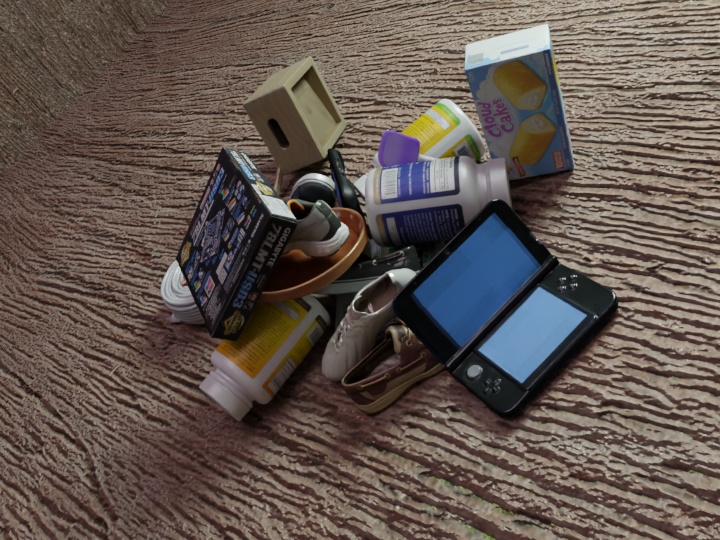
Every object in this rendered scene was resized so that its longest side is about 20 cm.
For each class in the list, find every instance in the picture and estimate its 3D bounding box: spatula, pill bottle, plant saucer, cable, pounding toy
[{"bbox_3d":[0.123,-0.159,1.102,0.021,0.198,0.057,-99,24,-80],"label":"spatula"},{"bbox_3d":[0.090,-0.168,1.167,0.199,0.111,0.111,-39,36,0],"label":"pill bottle"},{"bbox_3d":[-0.080,-0.021,1.060,0.198,0.033,0.201,-19,32,12],"label":"plant saucer"},{"bbox_3d":[0.114,-0.100,1.047,0.198,0.116,0.116,-6,45,15],"label":"pill bottle"},{"bbox_3d":[-0.268,0.006,1.331,0.199,0.069,0.201,4,54,43],"label":"cable"},{"bbox_3d":[-0.142,0.116,1.072,0.109,0.109,0.200,19,65,49],"label":"pill bottle"},{"bbox_3d":[-0.134,-0.272,1.437,0.141,0.201,0.185,-16,28,28],"label":"pounding toy"}]

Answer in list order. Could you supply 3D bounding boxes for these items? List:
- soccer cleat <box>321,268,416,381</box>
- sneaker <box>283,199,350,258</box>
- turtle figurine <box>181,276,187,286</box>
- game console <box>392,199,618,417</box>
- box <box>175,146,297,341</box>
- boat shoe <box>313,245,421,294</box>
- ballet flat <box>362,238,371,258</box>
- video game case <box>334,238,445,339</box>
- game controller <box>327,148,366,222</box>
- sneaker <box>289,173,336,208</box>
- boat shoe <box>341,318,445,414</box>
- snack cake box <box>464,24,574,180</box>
[{"bbox_3d":[0.001,0.070,0.980,0.200,0.077,0.070,-49,55,21],"label":"soccer cleat"},{"bbox_3d":[-0.107,-0.065,1.040,0.199,0.080,0.074,-4,39,36],"label":"sneaker"},{"bbox_3d":[-0.209,-0.045,1.237,0.199,0.065,0.162,-29,37,9],"label":"turtle figurine"},{"bbox_3d":[0.170,0.039,0.875,0.200,0.119,0.171,-45,36,-6],"label":"game console"},{"bbox_3d":[-0.183,-0.040,1.031,0.201,0.049,0.199,-61,39,20],"label":"box"},{"bbox_3d":[0.000,0.000,1.059,0.198,0.057,0.068,-5,4,30],"label":"boat shoe"},{"bbox_3d":[-0.076,-0.006,1.131,0.198,0.063,0.068,-17,21,14],"label":"ballet flat"},{"bbox_3d":[0.045,0.013,1.092,0.181,0.022,0.201,-23,39,22],"label":"video game case"},{"bbox_3d":[-0.028,-0.128,1.226,0.042,0.105,0.201,-21,33,2],"label":"game controller"},{"bbox_3d":[-0.095,-0.077,1.220,0.200,0.078,0.080,126,159,-54],"label":"sneaker"},{"bbox_3d":[0.060,0.099,0.945,0.199,0.072,0.072,-37,37,2],"label":"boat shoe"},{"bbox_3d":[0.224,-0.227,1.024,0.114,0.201,0.068,-10,44,20],"label":"snack cake box"}]
